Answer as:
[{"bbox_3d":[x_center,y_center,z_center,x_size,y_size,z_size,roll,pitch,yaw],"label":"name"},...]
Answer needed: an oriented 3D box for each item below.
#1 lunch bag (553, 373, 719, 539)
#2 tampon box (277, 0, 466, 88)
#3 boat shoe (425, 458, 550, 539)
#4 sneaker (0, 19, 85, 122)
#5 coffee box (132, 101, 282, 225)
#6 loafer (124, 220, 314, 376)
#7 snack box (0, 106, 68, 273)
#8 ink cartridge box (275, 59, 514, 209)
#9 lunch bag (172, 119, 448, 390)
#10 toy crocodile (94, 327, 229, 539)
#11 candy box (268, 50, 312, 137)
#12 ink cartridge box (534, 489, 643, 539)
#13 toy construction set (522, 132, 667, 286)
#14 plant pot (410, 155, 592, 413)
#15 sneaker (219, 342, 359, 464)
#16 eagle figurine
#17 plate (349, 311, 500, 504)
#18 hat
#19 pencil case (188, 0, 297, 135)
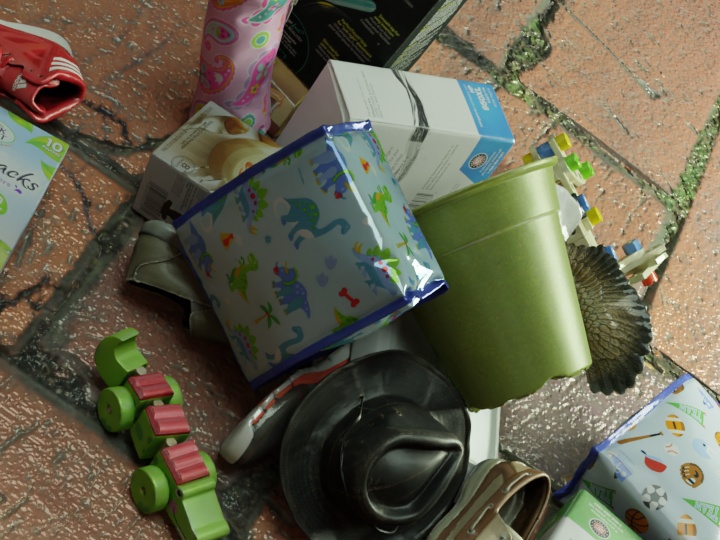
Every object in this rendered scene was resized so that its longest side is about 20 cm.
[{"bbox_3d":[0.313,0.209,1.795,0.170,0.124,0.200,47,51,11],"label":"lunch bag"},{"bbox_3d":[0.012,-0.284,1.873,0.150,0.200,0.126,48,43,4],"label":"tampon box"},{"bbox_3d":[0.109,0.243,1.634,0.076,0.071,0.201,57,46,-32],"label":"boat shoe"},{"bbox_3d":[-0.340,-0.194,1.699,0.199,0.079,0.116,4,23,-31],"label":"sneaker"},{"bbox_3d":[-0.098,-0.057,1.755,0.199,0.080,0.114,33,43,7],"label":"coffee box"},{"bbox_3d":[-0.131,0.038,1.689,0.199,0.075,0.070,36,73,-2],"label":"loafer"},{"bbox_3d":[-0.357,-0.069,1.627,0.142,0.053,0.201,30,43,-10],"label":"snack box"},{"bbox_3d":[0.030,-0.124,1.870,0.199,0.145,0.085,5,50,-31],"label":"ink cartridge box"},{"bbox_3d":[-0.050,-0.011,1.603,0.171,0.199,0.127,64,23,6],"label":"lunch bag"},{"bbox_3d":[-0.167,0.141,1.569,0.067,0.062,0.201,-8,60,-38],"label":"toy crocodile"},{"bbox_3d":[-0.062,-0.231,1.966,0.115,0.055,0.200,46,42,7],"label":"candy box"},{"bbox_3d":[0.194,0.316,1.648,0.145,0.084,0.200,40,42,3],"label":"ink cartridge box"},{"bbox_3d":[0.240,-0.050,2.000,0.200,0.092,0.131,48,15,0],"label":"toy construction set"},{"bbox_3d":[0.120,0.022,1.694,0.199,0.199,0.191,-19,86,-43],"label":"plant pot"},{"bbox_3d":[-0.040,0.133,1.657,0.082,0.077,0.200,52,44,6],"label":"sneaker"},{"bbox_3d":[0.190,0.029,1.852,0.151,0.151,0.200,49,10,-33],"label":"eagle figurine"},{"bbox_3d":[0.070,0.109,1.737,0.199,0.032,0.201,38,38,-28],"label":"plate"},{"bbox_3d":[0.033,0.164,1.603,0.199,0.081,0.203,-1,93,-33],"label":"hat"},{"bbox_3d":[-0.115,-0.213,1.808,0.087,0.201,0.088,9,40,-8],"label":"pencil case"}]
